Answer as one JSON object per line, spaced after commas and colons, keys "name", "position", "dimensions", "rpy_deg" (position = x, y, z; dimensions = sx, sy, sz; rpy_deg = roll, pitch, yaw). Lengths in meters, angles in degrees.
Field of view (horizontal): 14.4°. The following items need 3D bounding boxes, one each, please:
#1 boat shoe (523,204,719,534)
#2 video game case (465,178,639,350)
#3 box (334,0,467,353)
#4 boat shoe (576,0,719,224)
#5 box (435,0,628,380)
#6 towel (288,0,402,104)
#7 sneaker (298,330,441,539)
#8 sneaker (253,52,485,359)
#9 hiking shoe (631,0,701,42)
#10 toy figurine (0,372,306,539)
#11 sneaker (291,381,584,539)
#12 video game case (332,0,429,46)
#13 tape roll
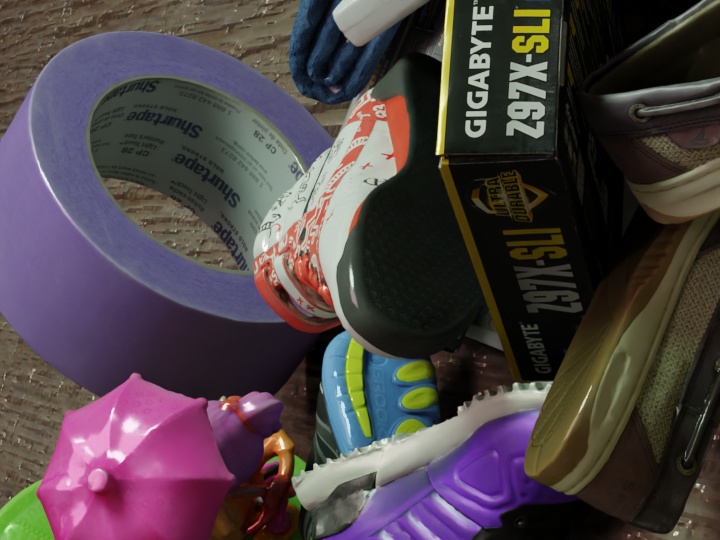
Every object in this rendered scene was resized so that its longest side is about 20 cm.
{"name": "boat shoe", "position": [0.127, 0.011, 1.059], "dimensions": [0.201, 0.065, 0.073], "rpy_deg": [-58, 10, -26]}
{"name": "video game case", "position": [0.080, -0.035, 1.299], "dimensions": [0.144, 0.018, 0.200], "rpy_deg": [-69, 19, 0]}
{"name": "box", "position": [0.041, -0.073, 1.338], "dimensions": [0.201, 0.048, 0.158], "rpy_deg": [-67, 18, 2]}
{"name": "boat shoe", "position": [0.162, -0.088, 0.988], "dimensions": [0.199, 0.065, 0.072], "rpy_deg": [-32, 32, 29]}
{"name": "box", "position": [0.071, -0.068, 1.106], "dimensions": [0.200, 0.049, 0.161], "rpy_deg": [66, -156, -63]}
{"name": "towel", "position": [0.011, -0.180, 1.389], "dimensions": [0.112, 0.048, 0.201], "rpy_deg": [119, 171, -46]}
{"name": "sneaker", "position": [0.008, 0.121, 1.288], "dimensions": [0.083, 0.070, 0.201], "rpy_deg": [98, 174, -51]}
{"name": "sneaker", "position": [0.001, 0.000, 1.185], "dimensions": [0.108, 0.067, 0.202], "rpy_deg": [-48, 18, 30]}
{"name": "hiking shoe", "position": [0.157, -0.126, 1.119], "dimensions": [0.200, 0.075, 0.101], "rpy_deg": [-179, 101, -80]}
{"name": "toy figurine", "position": [-0.082, 0.111, 1.310], "dimensions": [0.150, 0.199, 0.184], "rpy_deg": [52, 154, 16]}
{"name": "sneaker", "position": [0.057, 0.107, 1.159], "dimensions": [0.200, 0.069, 0.100], "rpy_deg": [-25, 72, 46]}
{"name": "video game case", "position": [0.092, -0.189, 1.229], "dimensions": [0.199, 0.023, 0.182], "rpy_deg": [-31, 15, 36]}
{"name": "tape roll", "position": [-0.100, -0.025, 1.500], "dimensions": [0.085, 0.199, 0.201], "rpy_deg": [-53, 25, 40]}
